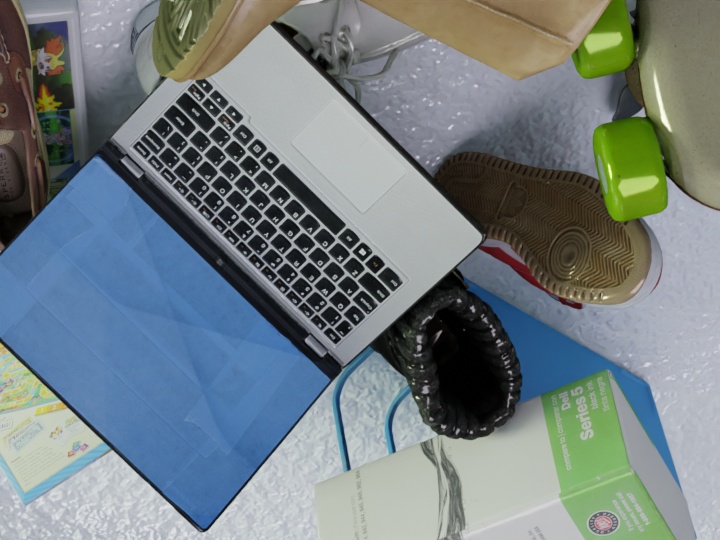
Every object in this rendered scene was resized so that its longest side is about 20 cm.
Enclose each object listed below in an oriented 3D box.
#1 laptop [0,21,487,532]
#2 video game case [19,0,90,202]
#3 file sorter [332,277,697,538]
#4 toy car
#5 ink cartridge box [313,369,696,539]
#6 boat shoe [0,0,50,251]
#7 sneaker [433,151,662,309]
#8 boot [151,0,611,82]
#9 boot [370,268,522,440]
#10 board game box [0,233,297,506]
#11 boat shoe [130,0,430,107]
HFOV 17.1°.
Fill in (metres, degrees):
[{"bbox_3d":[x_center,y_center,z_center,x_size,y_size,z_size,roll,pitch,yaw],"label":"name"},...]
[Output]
[{"bbox_3d":[-0.073,-0.003,1.295,0.187,0.116,0.200,44,120,-7],"label":"laptop"},{"bbox_3d":[-0.247,-0.066,1.387,0.181,0.022,0.201,-6,130,-8],"label":"video game case"},{"bbox_3d":[0.096,0.119,1.555,0.199,0.139,0.123,29,123,-32],"label":"file sorter"},{"bbox_3d":[0.202,-0.106,1.373,0.163,0.159,0.200,-13,177,0],"label":"toy car"},{"bbox_3d":[0.090,0.163,1.440,0.199,0.084,0.146,-22,134,13],"label":"ink cartridge box"},{"bbox_3d":[-0.211,-0.091,1.312,0.072,0.072,0.201,-12,131,-4],"label":"boat shoe"},{"bbox_3d":[0.136,-0.013,1.426,0.112,0.200,0.072,26,91,-37],"label":"sneaker"},{"bbox_3d":[0.015,-0.138,1.235,0.199,0.066,0.175,20,124,-29],"label":"boot"},{"bbox_3d":[0.002,-0.002,1.401,0.211,0.158,0.079,38,99,-29],"label":"boot"},{"bbox_3d":[-0.150,0.029,1.402,0.199,0.034,0.135,-32,89,15],"label":"board game box"},{"bbox_3d":[-0.028,-0.127,1.343,0.200,0.086,0.075,-10,132,-4],"label":"boat shoe"}]
